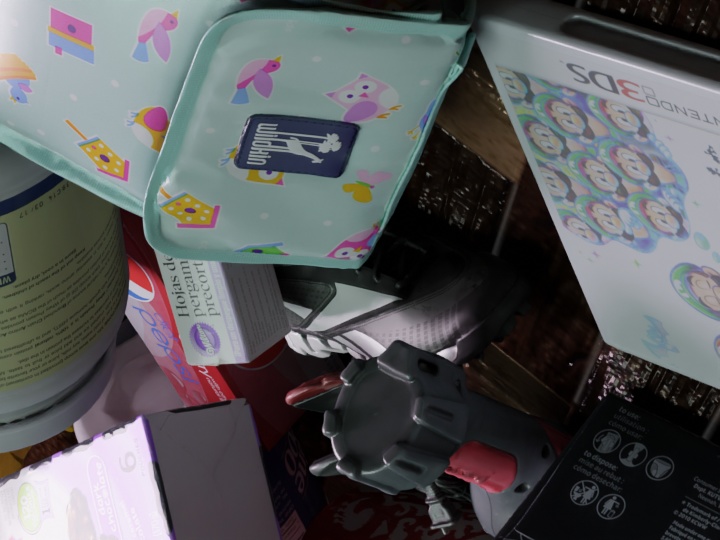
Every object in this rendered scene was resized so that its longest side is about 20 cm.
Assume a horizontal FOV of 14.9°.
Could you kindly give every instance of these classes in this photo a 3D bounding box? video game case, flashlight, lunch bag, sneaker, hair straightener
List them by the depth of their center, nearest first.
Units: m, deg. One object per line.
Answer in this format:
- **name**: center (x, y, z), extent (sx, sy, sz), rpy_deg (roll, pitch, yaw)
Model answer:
- **video game case**: center (0.142, -0.015, 1.089), extent (0.182, 0.024, 0.200), rpy_deg (22, 150, 41)
- **lunch bag**: center (-0.057, -0.099, 1.123), extent (0.200, 0.122, 0.170), rpy_deg (33, 140, 9)
- **flashlight**: center (0.050, 0.088, 1.261), extent (0.200, 0.068, 0.068), rpy_deg (22, -134, -58)
- **sneaker**: center (0.000, 0.000, 1.291), extent (0.091, 0.066, 0.200), rpy_deg (50, 159, -23)
- **hair straightener**: center (0.024, 0.095, 1.339), extent (0.200, 0.041, 0.077), rpy_deg (22, -132, -69)

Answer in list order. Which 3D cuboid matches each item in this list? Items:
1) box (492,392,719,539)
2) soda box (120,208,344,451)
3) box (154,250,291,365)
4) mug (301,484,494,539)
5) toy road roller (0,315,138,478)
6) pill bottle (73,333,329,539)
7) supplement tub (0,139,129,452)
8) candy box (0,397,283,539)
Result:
- **box**: center (0.166, 0.167, 1.232), extent (0.200, 0.132, 0.115), rpy_deg (26, 156, 35)
- **soda box**: center (-0.088, -0.002, 1.425), extent (0.063, 0.070, 0.200), rpy_deg (16, 146, 46)
- **box**: center (-0.081, -0.055, 1.263), extent (0.039, 0.041, 0.200), rpy_deg (-3, 111, 35)
- **mug**: center (0.048, 0.169, 1.438), extent (0.178, 0.133, 0.200), rpy_deg (48, 162, -30)
- **toy road roller**: center (-0.218, 0.037, 1.571), extent (0.123, 0.146, 0.200), rpy_deg (27, 171, 32)
- **pill bottle**: center (-0.081, 0.132, 1.599), extent (0.111, 0.111, 0.200), rpy_deg (23, 150, 39)
- **supplement tub**: center (-0.184, -0.024, 1.283), extent (0.145, 0.145, 0.200), rpy_deg (30, 145, 27)
- **candy box**: center (-0.121, 0.175, 1.443), extent (0.200, 0.071, 0.168), rpy_deg (-25, 76, 49)
